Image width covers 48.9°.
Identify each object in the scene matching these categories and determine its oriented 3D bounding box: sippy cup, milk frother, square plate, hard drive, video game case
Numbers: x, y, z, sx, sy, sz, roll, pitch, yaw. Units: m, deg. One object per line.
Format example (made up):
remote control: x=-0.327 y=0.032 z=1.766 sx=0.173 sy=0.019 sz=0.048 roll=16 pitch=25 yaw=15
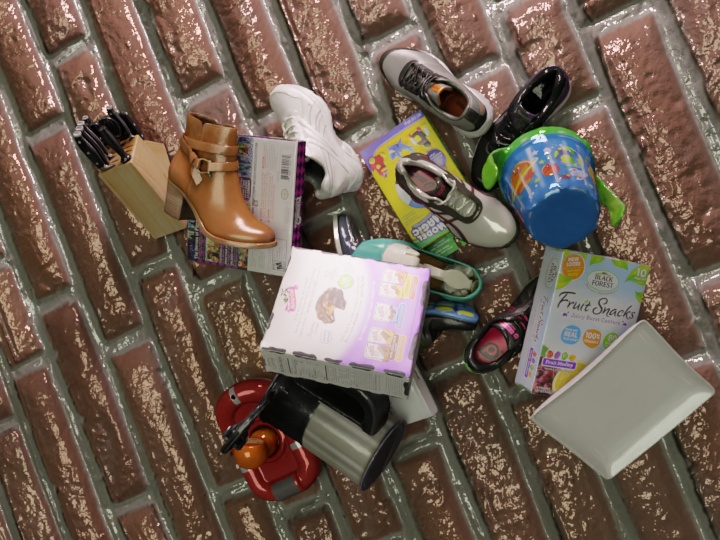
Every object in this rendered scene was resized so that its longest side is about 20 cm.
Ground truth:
sippy cup: x=0.259 y=-0.103 z=1.060 sx=0.177 sy=0.131 sz=0.140 roll=-14 pitch=126 yaw=9
milk frother: x=-0.065 y=0.230 z=1.105 sx=0.188 sy=0.181 sz=0.200 roll=30 pitch=62 yaw=20
square plate: x=0.358 y=0.178 z=1.085 sx=0.200 sy=0.028 sz=0.198 roll=-45 pitch=119 yaw=13
hard drive: x=0.006 y=0.183 z=1.197 sx=0.200 sy=0.027 sz=0.132 roll=-26 pitch=92 yaw=34
video game case: x=-0.171 y=-0.101 z=1.170 sx=0.181 sy=0.036 sz=0.201 roll=9 pitch=103 yaw=21

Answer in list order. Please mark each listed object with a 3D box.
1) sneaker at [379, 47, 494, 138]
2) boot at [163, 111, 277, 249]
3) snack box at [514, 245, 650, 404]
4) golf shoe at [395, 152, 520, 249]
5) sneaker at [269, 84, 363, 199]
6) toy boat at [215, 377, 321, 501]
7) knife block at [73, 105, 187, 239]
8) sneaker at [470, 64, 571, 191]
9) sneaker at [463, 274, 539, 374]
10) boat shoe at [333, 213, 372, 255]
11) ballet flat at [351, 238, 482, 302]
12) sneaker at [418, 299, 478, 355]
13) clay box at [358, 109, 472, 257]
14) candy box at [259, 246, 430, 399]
sneaker: x=0.104 y=-0.267 z=1.139 sx=0.200 sy=0.079 sz=0.074 roll=39 pitch=104 yaw=25
boot: x=-0.187 y=-0.126 z=1.118 sx=0.200 sy=0.077 sz=0.156 roll=27 pitch=109 yaw=28
snack box: x=0.305 y=0.076 z=1.094 sx=0.142 sy=0.053 sz=0.201 roll=10 pitch=97 yaw=-19
golf shoe: x=0.129 y=-0.092 z=1.100 sx=0.200 sy=0.088 sz=0.077 roll=33 pitch=98 yaw=8
sneaker: x=-0.082 y=-0.193 z=1.184 sx=0.200 sy=0.099 sz=0.078 roll=53 pitch=140 yaw=8
toy boat: x=-0.155 y=0.268 z=1.230 sx=0.130 sy=0.131 sz=0.201 roll=-29 pitch=86 yaw=15
knife block: x=-0.362 y=-0.151 z=1.236 sx=0.064 sy=0.176 sz=0.201 roll=-17 pitch=89 yaw=17
sneaker: x=0.216 y=-0.203 z=1.113 sx=0.076 sy=0.088 sz=0.200 roll=36 pitch=103 yaw=10
sneaker: x=0.228 y=0.081 z=1.131 sx=0.077 sy=0.084 sz=0.200 roll=44 pitch=102 yaw=8
boat shoe: x=0.000 y=0.000 z=1.183 sx=0.062 sy=0.075 sz=0.201 roll=-15 pitch=61 yaw=2
ballet flat: x=0.088 y=-0.004 z=1.134 sx=0.199 sy=0.070 sz=0.068 roll=16 pitch=79 yaw=-14
sneaker: x=0.085 y=0.094 z=1.186 sx=0.199 sy=0.071 sz=0.083 roll=-15 pitch=95 yaw=22
clay box: x=0.099 y=-0.121 z=1.173 sx=0.115 sy=0.048 sz=0.200 roll=-33 pitch=84 yaw=15
candy box: x=-0.016 y=0.067 z=1.069 sx=0.199 sy=0.072 sz=0.168 roll=10 pitch=58 yaw=8
